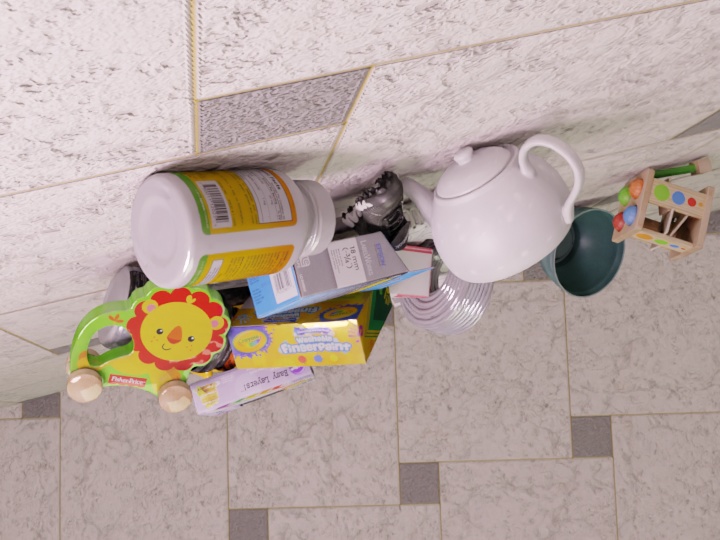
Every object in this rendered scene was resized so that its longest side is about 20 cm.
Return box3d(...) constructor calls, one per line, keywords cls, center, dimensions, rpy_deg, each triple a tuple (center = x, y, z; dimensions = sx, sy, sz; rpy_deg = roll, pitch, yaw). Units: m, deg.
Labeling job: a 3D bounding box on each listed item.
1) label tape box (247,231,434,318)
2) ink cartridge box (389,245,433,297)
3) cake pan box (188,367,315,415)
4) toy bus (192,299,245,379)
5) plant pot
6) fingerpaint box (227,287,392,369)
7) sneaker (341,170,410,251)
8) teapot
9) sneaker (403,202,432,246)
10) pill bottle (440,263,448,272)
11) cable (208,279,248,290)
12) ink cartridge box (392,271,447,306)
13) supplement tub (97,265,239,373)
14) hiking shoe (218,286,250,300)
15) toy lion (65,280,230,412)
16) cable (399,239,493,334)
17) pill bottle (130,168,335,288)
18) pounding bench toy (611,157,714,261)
box3d(cls="label tape box", center=(-0.027, 0.000, 1.178), dimensions=(0.198, 0.064, 0.144), rpy_deg=(-13, 175, -31))
box3d(cls="ink cartridge box", center=(0.000, 0.000, 1.498), dimensions=(0.144, 0.086, 0.199), rpy_deg=(6, 177, -38))
box3d(cls="cake pan box", center=(-0.162, 0.173, 1.418), dimensions=(0.182, 0.053, 0.200), rpy_deg=(-17, 171, -6))
box3d(cls="toy bus", center=(-0.287, 0.114, 1.582), dimensions=(0.190, 0.138, 0.199), rpy_deg=(-18, -158, -39))
box3d(cls="plant pot", center=(0.480, -0.055, 2.079), dimensions=(0.198, 0.203, 0.134), rpy_deg=(-12, -160, -23))
box3d(cls="fingerpaint box", center=(-0.069, 0.068, 1.322), dimensions=(0.197, 0.074, 0.167), rpy_deg=(-5, -156, 18))
box3d(cls="sneaker", center=(0.034, -0.069, 1.177), dimensions=(0.066, 0.091, 0.200), rpy_deg=(-44, -177, -13))
box3d(cls="teapot", center=(0.166, -0.092, 1.151), dimensions=(0.199, 0.147, 0.198), rpy_deg=(-32, -158, 3))
box3d(cls="sneaker", center=(0.089, -0.075, 1.411), dimensions=(0.086, 0.076, 0.199), rpy_deg=(-4, 168, -35))
box3d(cls="pill bottle", center=(0.072, -0.017, 1.681), dimensions=(0.197, 0.112, 0.111), rpy_deg=(-17, 173, 12))
box3d(cls="cable", center=(-0.156, -0.022, 1.294), dimensions=(0.198, 0.070, 0.199), rpy_deg=(-19, 173, 39))
box3d(cls="ink cartridge box", center=(0.165, -0.016, 1.782), dimensions=(0.198, 0.045, 0.177), rpy_deg=(-17, -155, 40))
box3d(cls="supplement tub", center=(-0.270, 0.077, 1.337), dimensions=(0.198, 0.124, 0.122), rpy_deg=(21, 155, -30))
box3d(cls="hiking shoe", center=(-0.191, 0.007, 1.502), dimensions=(0.198, 0.077, 0.100), rpy_deg=(-9, -172, 41))
box3d(cls="toy lion", center=(-0.281, 0.090, 1.230), dimensions=(0.197, 0.194, 0.069), rpy_deg=(10, -155, -23))
box3d(cls="cable", center=(0.140, 0.003, 1.507), dimensions=(0.069, 0.203, 0.199), rpy_deg=(15, -172, -33))
box3d(cls="pill bottle", center=(-0.124, -0.048, 0.942), dimensions=(0.198, 0.113, 0.110), rpy_deg=(-9, 171, -44))
box3d(cls="pounding bench toy", center=(0.596, -0.146, 1.808), dimensions=(0.154, 0.203, 0.124), rpy_deg=(17, 168, -3))
